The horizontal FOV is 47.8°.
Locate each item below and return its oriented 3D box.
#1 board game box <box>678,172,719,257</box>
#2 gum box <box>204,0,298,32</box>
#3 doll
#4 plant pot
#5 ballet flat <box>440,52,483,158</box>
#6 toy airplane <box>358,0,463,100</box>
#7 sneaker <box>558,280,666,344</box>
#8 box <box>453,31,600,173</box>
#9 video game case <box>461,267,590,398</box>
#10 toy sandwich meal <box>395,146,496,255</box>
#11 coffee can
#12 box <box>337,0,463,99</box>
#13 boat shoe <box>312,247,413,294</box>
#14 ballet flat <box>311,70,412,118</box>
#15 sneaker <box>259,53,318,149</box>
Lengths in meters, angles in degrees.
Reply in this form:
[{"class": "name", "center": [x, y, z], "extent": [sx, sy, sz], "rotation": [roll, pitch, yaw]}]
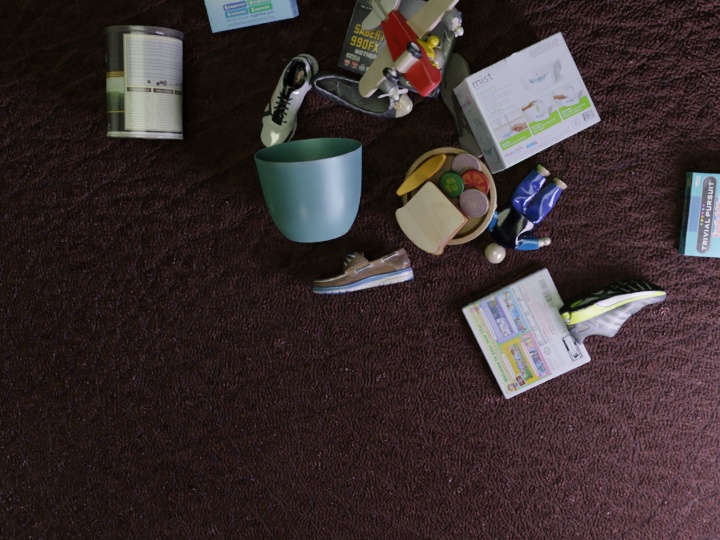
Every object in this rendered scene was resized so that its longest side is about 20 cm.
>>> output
[{"class": "board game box", "center": [0.697, -0.098, 1.484], "extent": [0.198, 0.047, 0.153], "rotation": [4, 98, 7]}, {"class": "gum box", "center": [-0.220, -0.562, 1.516], "extent": [0.168, 0.045, 0.202], "rotation": [-5, 112, 15]}, {"class": "doll", "center": [0.306, -0.096, 1.537], "extent": [0.136, 0.048, 0.201], "rotation": [38, 100, 3]}, {"class": "plant pot", "center": [-0.090, -0.147, 1.517], "extent": [0.198, 0.201, 0.163], "rotation": [-2, 111, 8]}, {"class": "ballet flat", "center": [0.198, -0.310, 1.531], "extent": [0.067, 0.046, 0.202], "rotation": [-17, 89, 31]}, {"class": "toy airplane", "center": [0.088, -0.398, 1.431], "extent": [0.199, 0.140, 0.201], "rotation": [12, 87, 50]}, {"class": "sneaker", "center": [0.478, 0.077, 1.529], "extent": [0.198, 0.074, 0.082], "rotation": [-18, 107, 8]}, {"class": "box", "center": [0.297, -0.300, 1.463], "extent": [0.199, 0.097, 0.178], "rotation": [-28, 93, -6]}, {"class": "video game case", "center": [0.320, 0.123, 1.577], "extent": [0.181, 0.022, 0.201], "rotation": [-26, 94, 10]}, {"class": "toy sandwich meal", "center": [0.155, -0.131, 1.524], "extent": [0.203, 0.070, 0.207], "rotation": [6, 107, 20]}, {"class": "coffee can", "center": [-0.412, -0.355, 1.551], "extent": [0.145, 0.146, 0.202], "rotation": [2, 98, 7]}, {"class": "box", "center": [0.074, -0.427, 1.513], "extent": [0.198, 0.048, 0.160], "rotation": [21, 100, 13]}, {"class": "boat shoe", "center": [0.000, 0.000, 1.586], "extent": [0.198, 0.072, 0.073], "rotation": [-11, 91, -1]}, {"class": "ballet flat", "center": [0.001, -0.328, 1.538], "extent": [0.198, 0.057, 0.067], "rotation": [14, 113, -1]}, {"class": "sneaker", "center": [-0.147, -0.323, 1.555], "extent": [0.073, 0.080, 0.202], "rotation": [23, 101, 3]}]
